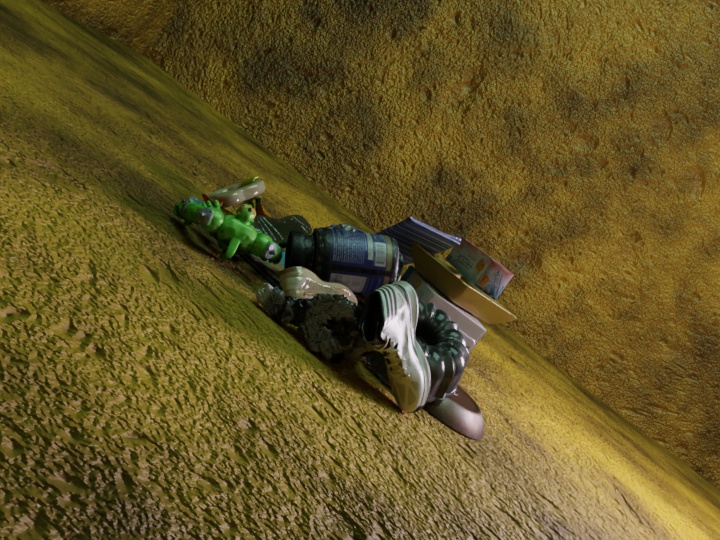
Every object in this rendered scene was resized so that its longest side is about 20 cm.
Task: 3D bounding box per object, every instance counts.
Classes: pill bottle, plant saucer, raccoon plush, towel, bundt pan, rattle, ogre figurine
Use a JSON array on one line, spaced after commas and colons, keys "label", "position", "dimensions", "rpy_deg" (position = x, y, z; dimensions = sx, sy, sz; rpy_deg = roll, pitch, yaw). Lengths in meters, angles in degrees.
[{"label": "pill bottle", "position": [-0.036, -0.019, 1.238], "dimensions": [0.197, 0.113, 0.112], "rpy_deg": [7, 16, -14]}, {"label": "plant saucer", "position": [0.205, 0.036, 1.409], "dimensions": [0.199, 0.049, 0.200], "rpy_deg": [30, 9, -40]}, {"label": "raccoon plush", "position": [-0.053, 0.072, 1.064], "dimensions": [0.199, 0.097, 0.134], "rpy_deg": [38, 1, 15]}, {"label": "towel", "position": [0.103, -0.064, 1.457], "dimensions": [0.144, 0.024, 0.199], "rpy_deg": [21, -24, -28]}, {"label": "bundt pan", "position": [0.101, 0.123, 1.155], "dimensions": [0.200, 0.076, 0.203], "rpy_deg": [19, 37, -15]}, {"label": "rattle", "position": [-0.267, -0.115, 1.413], "dimensions": [0.128, 0.145, 0.200], "rpy_deg": [5, 22, 9]}, {"label": "ogre figurine", "position": [-0.214, -0.062, 1.139], "dimensions": [0.200, 0.098, 0.120], "rpy_deg": [48, -13, -18]}, {"label": "plant saucer", "position": [0.150, 0.224, 1.213], "dimensions": [0.200, 0.037, 0.200], "rpy_deg": [36, 8, -6]}, {"label": "towel", "position": [-0.151, -0.004, 1.298], "dimensions": [0.146, 0.022, 0.200], "rpy_deg": [39, 9, 22]}]

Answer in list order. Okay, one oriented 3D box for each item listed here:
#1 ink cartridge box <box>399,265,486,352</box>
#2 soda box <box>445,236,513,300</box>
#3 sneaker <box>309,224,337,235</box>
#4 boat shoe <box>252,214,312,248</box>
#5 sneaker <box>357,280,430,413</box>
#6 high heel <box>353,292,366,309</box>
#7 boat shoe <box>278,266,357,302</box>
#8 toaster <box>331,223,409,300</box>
[{"label": "ink cartridge box", "position": [0.140, 0.110, 1.415], "dimensions": [0.147, 0.145, 0.200], "rpy_deg": [34, 8, -16]}, {"label": "soda box", "position": [0.254, -0.008, 1.458], "dimensions": [0.063, 0.069, 0.200], "rpy_deg": [33, 8, -18]}, {"label": "sneaker", "position": [-0.065, -0.036, 1.493], "dimensions": [0.199, 0.116, 0.080], "rpy_deg": [43, 13, 37]}, {"label": "boat shoe", "position": [-0.182, -0.071, 1.399], "dimensions": [0.072, 0.066, 0.200], "rpy_deg": [53, 33, 16]}, {"label": "sneaker", "position": [0.040, 0.122, 1.002], "dimensions": [0.075, 0.203, 0.115], "rpy_deg": [-7, 2, 38]}, {"label": "high heel", "position": [0.006, 0.092, 1.264], "dimensions": [0.142, 0.072, 0.200], "rpy_deg": [27, 7, -23]}, {"label": "boat shoe", "position": [-0.072, 0.056, 1.177], "dimensions": [0.199, 0.071, 0.065], "rpy_deg": [28, 46, -50]}, {"label": "toaster", "position": [0.000, 0.000, 1.376], "dimensions": [0.198, 0.115, 0.129], "rpy_deg": [26, -26, -4]}]
